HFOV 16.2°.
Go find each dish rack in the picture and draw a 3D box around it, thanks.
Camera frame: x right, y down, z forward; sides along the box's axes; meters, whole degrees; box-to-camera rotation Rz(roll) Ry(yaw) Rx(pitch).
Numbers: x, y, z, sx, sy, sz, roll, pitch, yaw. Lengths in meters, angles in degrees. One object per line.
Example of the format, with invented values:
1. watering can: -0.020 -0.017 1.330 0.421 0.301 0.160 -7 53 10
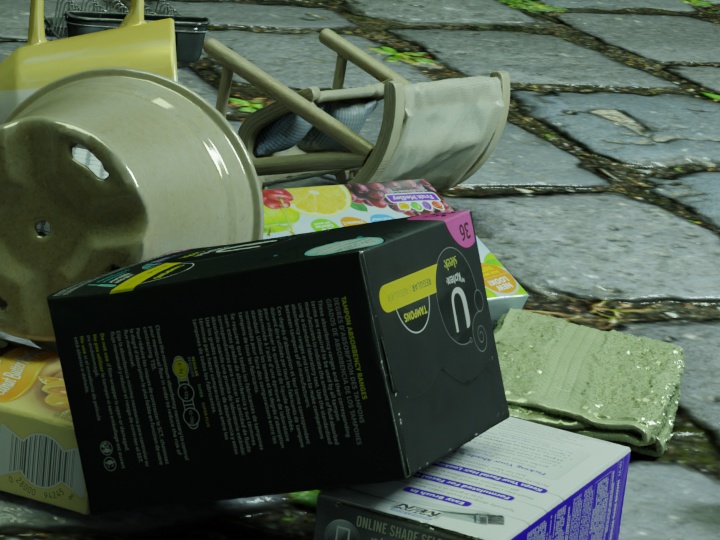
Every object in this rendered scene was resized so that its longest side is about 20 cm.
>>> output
1. dish rack: -0.257 -0.263 2.706 0.153 0.055 0.200 2 16 -19

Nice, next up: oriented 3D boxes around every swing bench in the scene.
1. swing bench: -0.008 -0.121 2.142 0.200 0.130 0.199 16 14 29

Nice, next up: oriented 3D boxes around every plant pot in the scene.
1. plant pot: -0.177 -0.029 1.584 0.200 0.200 0.183 9 5 9

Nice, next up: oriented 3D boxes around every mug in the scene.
1. mug: -0.229 -0.149 2.127 0.153 0.187 0.149 -3 -27 -3

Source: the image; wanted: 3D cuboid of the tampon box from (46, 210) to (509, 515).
1. tampon box: -0.043 0.048 1.404 0.200 0.126 0.150 -9 7 26

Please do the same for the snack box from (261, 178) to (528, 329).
1. snack box: 0.000 0.000 1.805 0.200 0.053 0.142 -7 44 -38

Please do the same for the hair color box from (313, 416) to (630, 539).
1. hair color box: 0.064 0.138 1.406 0.109 0.065 0.200 13 15 24

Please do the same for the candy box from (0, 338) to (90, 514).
1. candy box: -0.218 0.083 1.500 0.200 0.055 0.115 14 16 21

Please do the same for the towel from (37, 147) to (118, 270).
1. towel: -0.209 -0.031 1.860 0.166 0.086 0.200 8 16 -8

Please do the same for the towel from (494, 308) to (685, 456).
1. towel: 0.147 0.074 1.715 0.148 0.036 0.200 11 16 11
